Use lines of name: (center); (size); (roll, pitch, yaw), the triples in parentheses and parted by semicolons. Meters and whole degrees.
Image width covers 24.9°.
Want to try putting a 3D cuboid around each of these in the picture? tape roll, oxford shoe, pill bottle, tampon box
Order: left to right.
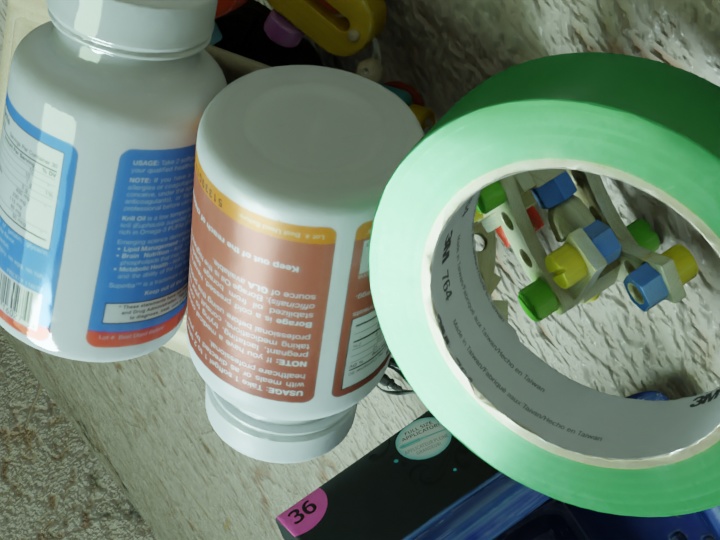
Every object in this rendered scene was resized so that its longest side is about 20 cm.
pill bottle: (-0.129, -0.063, 0.840); (0.112, 0.112, 0.200); (43, 130, 38)
pill bottle: (-0.033, 0.004, 0.839); (0.112, 0.112, 0.200); (46, 144, 32)
oxford shoe: (-0.028, -0.093, 1.025); (0.200, 0.073, 0.084); (58, -167, -25)
tampon box: (0.064, 0.225, 1.162); (0.200, 0.150, 0.126); (39, 156, 45)
tape roll: (0.101, 0.009, 0.684); (0.200, 0.048, 0.201); (17, 128, 22)

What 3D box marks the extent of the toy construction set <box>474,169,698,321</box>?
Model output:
toy construction set: (0.077, -0.019, 0.818); (0.131, 0.092, 0.200); (57, 152, 1)

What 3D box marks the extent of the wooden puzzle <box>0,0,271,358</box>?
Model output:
wooden puzzle: (-0.128, -0.056, 0.939); (0.185, 0.046, 0.200); (22, 121, 18)

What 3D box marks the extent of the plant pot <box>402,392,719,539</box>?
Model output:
plant pot: (0.114, 0.201, 0.898); (0.200, 0.200, 0.180); (57, 170, 0)

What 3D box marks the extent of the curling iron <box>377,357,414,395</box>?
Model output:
curling iron: (0.000, 0.000, 1.122); (0.026, 0.049, 0.200); (-102, -12, -79)

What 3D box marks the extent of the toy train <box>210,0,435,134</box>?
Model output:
toy train: (-0.036, -0.118, 0.922); (0.150, 0.056, 0.200); (-21, 103, 36)
